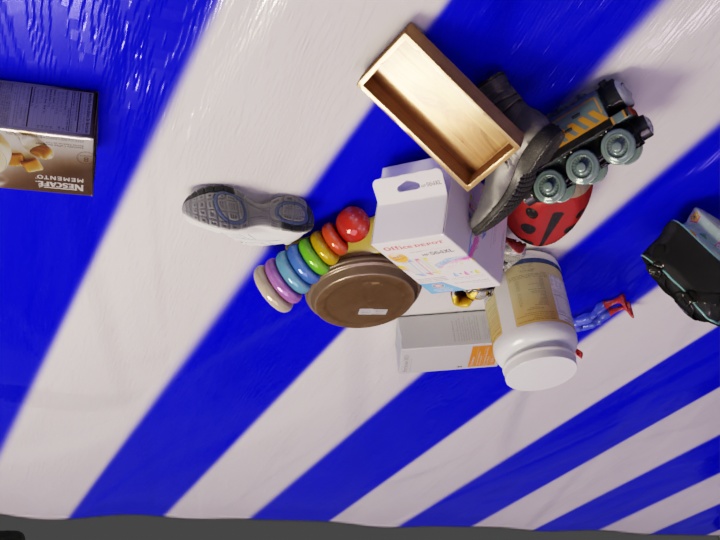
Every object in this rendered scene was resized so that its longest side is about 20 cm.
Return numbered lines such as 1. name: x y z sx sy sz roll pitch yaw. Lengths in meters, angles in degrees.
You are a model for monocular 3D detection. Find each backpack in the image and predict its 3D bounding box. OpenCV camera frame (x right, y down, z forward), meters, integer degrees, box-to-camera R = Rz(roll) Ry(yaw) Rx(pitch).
1. backpack: 0.569 0.003 1.436 0.154 0.176 0.199 -48 150 6

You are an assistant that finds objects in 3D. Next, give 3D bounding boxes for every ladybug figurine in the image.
1. ladybug figurine: 0.284 -0.101 1.321 0.132 0.073 0.202 -2 147 -7

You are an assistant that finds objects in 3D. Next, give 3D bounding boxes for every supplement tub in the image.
1. supplement tub: 0.287 0.086 1.484 0.141 0.204 0.146 -4 148 -3

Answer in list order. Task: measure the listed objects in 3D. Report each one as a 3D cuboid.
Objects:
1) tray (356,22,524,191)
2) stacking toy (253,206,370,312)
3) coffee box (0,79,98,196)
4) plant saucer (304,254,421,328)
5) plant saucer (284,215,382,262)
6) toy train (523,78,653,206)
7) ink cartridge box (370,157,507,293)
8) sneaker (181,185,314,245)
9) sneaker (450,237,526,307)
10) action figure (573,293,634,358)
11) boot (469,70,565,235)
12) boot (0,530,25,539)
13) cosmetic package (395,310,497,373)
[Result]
1. tray: 0.100 -0.201 1.092 0.199 0.037 0.098 42 131 -13
2. stacking toy: -0.069 -0.027 1.348 0.199 0.086 0.085 -39 139 11
3. coffee box: -0.429 -0.166 1.087 0.195 0.081 0.115 5 146 -16
4. plant saucer: 0.007 0.041 1.440 0.195 0.030 0.202 -6 147 -4
5. plant saucer: 0.000 0.000 1.446 0.196 0.049 0.201 -15 146 14
6. toy train: 0.290 -0.170 1.182 0.198 0.116 0.085 -31 172 28
7. ink cartridge box: 0.110 -0.068 1.264 0.126 0.128 0.199 -8 152 36
8. sneaker: -0.169 -0.068 1.294 0.196 0.076 0.087 9 149 -22
9. sneaker: 0.208 0.004 1.424 0.076 0.084 0.200 11 155 -18
10. action figure: 0.423 0.125 1.670 0.197 0.101 0.065 -21 144 25
11. boot: 0.175 -0.155 1.171 0.069 0.132 0.201 -24 154 -48
12. boot: -1.036 0.760 2.383 0.198 0.078 0.167 18 136 -42
13. cosmetic package: 0.167 0.136 1.659 0.195 0.073 0.102 -4 147 -3
